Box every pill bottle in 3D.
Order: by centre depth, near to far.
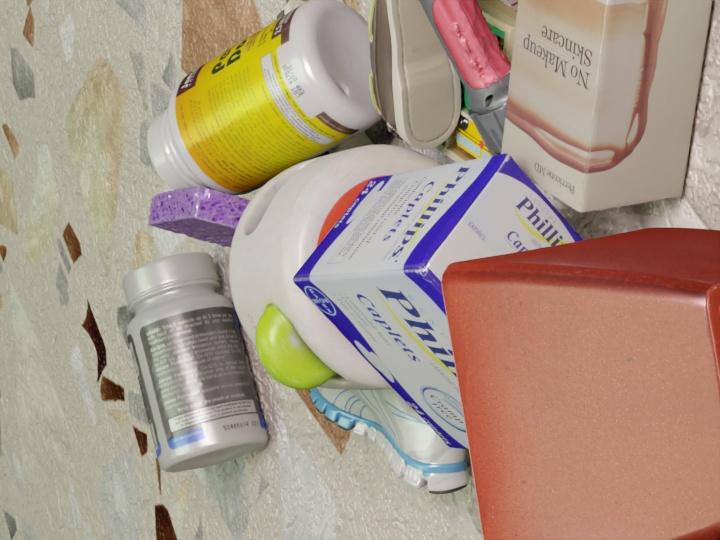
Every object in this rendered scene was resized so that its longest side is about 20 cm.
[{"bbox_3d":[-0.077,-0.130,1.502,0.200,0.109,0.110,-26,74,36],"label":"pill bottle"},{"bbox_3d":[-0.169,0.091,1.881,0.114,0.113,0.201,-37,66,60],"label":"pill bottle"}]

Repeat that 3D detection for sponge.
[{"bbox_3d":[-0.067,-0.028,1.555,0.111,0.199,0.030,-5,72,62],"label":"sponge"}]

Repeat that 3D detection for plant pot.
[{"bbox_3d":[0.192,0.074,1.107,0.176,0.199,0.201,-9,91,50],"label":"plant pot"}]

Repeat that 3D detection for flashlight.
[{"bbox_3d":[0.072,-0.173,1.293,0.068,0.068,0.201,-19,107,36],"label":"flashlight"}]

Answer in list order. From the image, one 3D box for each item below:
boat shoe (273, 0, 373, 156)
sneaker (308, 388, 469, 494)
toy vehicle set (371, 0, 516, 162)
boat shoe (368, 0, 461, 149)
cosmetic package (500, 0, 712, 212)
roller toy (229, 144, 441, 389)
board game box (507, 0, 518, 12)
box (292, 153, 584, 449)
[{"bbox_3d":[-0.037,-0.130,1.583,0.060,0.072,0.203,-29,73,34],"label":"boat shoe"},{"bbox_3d":[0.030,0.102,1.557,0.200,0.075,0.087,32,119,47],"label":"sneaker"},{"bbox_3d":[0.065,-0.159,1.436,0.200,0.026,0.125,41,133,52],"label":"toy vehicle set"},{"bbox_3d":[0.038,-0.191,1.375,0.059,0.072,0.201,36,135,50],"label":"boat shoe"},{"bbox_3d":[0.157,-0.151,1.193,0.103,0.087,0.201,37,131,51],"label":"cosmetic package"},{"bbox_3d":[0.000,0.000,1.447,0.140,0.199,0.184,-7,82,62],"label":"roller toy"},{"bbox_3d":[0.072,-0.294,1.268,0.201,0.046,0.151,70,-168,21],"label":"board game box"},{"bbox_3d":[0.080,0.029,1.293,0.184,0.105,0.200,47,159,-17],"label":"box"}]
